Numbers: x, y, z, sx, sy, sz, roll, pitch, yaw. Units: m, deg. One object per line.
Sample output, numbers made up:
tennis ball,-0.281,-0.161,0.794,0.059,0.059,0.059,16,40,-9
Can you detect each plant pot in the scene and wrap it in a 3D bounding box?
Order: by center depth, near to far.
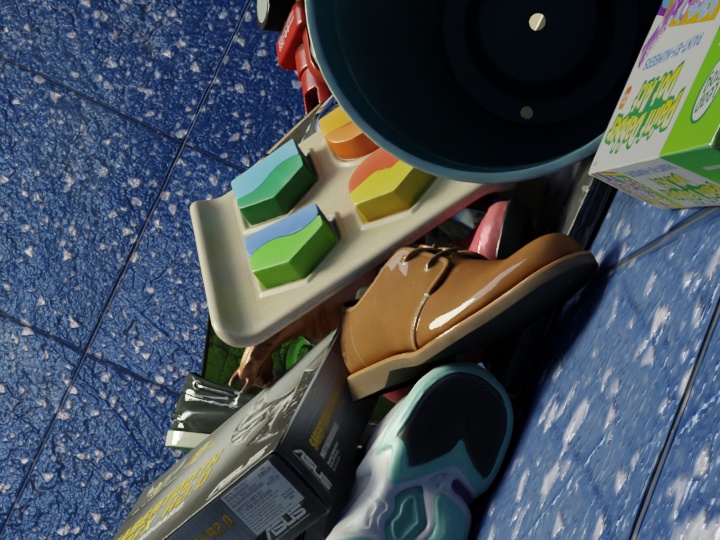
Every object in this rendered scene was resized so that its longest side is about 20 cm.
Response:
plant pot,0.089,-0.149,0.781,0.202,0.198,0.188,-65,-12,9

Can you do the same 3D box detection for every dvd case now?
dvd case,0.109,-0.008,0.849,0.200,0.016,0.150,-84,17,-84

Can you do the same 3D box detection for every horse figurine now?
horse figurine,0.000,0.000,0.917,0.200,0.050,0.132,-46,-21,12

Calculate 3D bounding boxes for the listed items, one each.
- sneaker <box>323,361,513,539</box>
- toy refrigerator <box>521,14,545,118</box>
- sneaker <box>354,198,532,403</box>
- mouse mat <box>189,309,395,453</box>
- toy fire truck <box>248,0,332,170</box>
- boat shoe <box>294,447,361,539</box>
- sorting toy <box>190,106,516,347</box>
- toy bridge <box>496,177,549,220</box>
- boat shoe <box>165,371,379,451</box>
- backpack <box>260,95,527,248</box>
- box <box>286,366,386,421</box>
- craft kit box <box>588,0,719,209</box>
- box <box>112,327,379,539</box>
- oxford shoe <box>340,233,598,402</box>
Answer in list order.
sneaker,0.019,0.145,0.776,0.201,0.077,0.140,-57,0,-3
toy refrigerator,0.163,-0.195,0.924,0.076,0.069,0.201,-78,10,-49
sneaker,0.040,0.025,0.842,0.201,0.086,0.074,115,176,-50
mouse mat,-0.043,0.098,1.017,0.008,0.159,0.202,-64,-16,-73
toy fire truck,-0.030,-0.181,1.117,0.176,0.127,0.202,128,138,-61
boat shoe,-0.034,0.201,0.811,0.071,0.063,0.202,39,-125,-47
sorting toy,-0.016,-0.052,0.871,0.199,0.037,0.186,-29,31,4
toy bridge,0.076,0.010,0.926,0.201,0.027,0.068,114,180,-56
boat shoe,-0.041,0.101,0.974,0.074,0.197,0.067,36,-123,-66
backpack,0.057,-0.100,1.054,0.155,0.199,0.191,-55,1,38
box,-0.029,0.153,1.141,0.193,0.121,0.202,-69,3,-70
craft kit box,0.159,-0.121,0.510,0.200,0.048,0.200,-151,82,-88
box,-0.082,0.139,0.833,0.200,0.048,0.159,-40,10,25
oxford shoe,0.046,0.013,0.748,0.071,0.072,0.199,-10,-12,-40
